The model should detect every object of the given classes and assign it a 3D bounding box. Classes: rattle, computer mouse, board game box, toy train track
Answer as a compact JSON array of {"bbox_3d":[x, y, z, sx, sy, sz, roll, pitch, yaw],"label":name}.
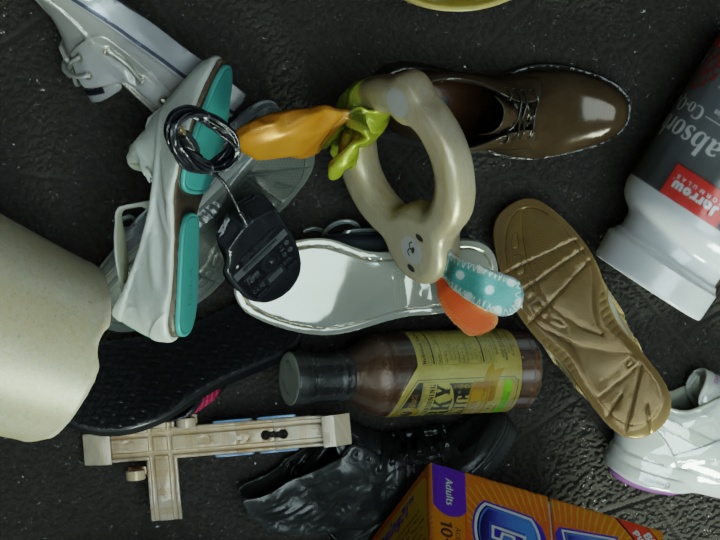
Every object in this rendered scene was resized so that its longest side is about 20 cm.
[{"bbox_3d":[0.017,-0.029,1.659,0.143,0.129,0.202,-28,105,-53],"label":"rattle"},{"bbox_3d":[-0.092,-0.047,1.641,0.059,0.034,0.201,-41,138,-14],"label":"computer mouse"},{"bbox_3d":[0.097,0.300,1.750,0.198,0.201,0.200,17,134,-18],"label":"board game box"},{"bbox_3d":[-0.106,0.125,1.755,0.198,0.033,0.116,-5,93,0],"label":"toy train track"}]

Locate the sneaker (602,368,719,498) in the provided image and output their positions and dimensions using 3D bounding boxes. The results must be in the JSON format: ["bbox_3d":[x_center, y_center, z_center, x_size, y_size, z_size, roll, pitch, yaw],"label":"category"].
[{"bbox_3d":[0.293,0.133,1.861,0.198,0.075,0.100,9,103,-16],"label":"sneaker"}]

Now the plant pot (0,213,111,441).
[{"bbox_3d":[-0.279,0.030,1.639,0.183,0.200,0.202,22,99,-29],"label":"plant pot"}]

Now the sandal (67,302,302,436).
[{"bbox_3d":[-0.133,0.077,1.738,0.199,0.075,0.045,-20,152,-23],"label":"sandal"}]

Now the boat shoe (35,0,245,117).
[{"bbox_3d":[-0.176,-0.152,1.672,0.199,0.071,0.070,35,91,-27],"label":"boat shoe"}]

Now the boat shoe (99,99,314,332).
[{"bbox_3d":[-0.121,-0.038,1.723,0.202,0.065,0.074,-46,134,6],"label":"boat shoe"}]

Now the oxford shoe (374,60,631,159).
[{"bbox_3d":[0.110,-0.111,1.746,0.198,0.084,0.073,-2,103,-16],"label":"oxford shoe"}]

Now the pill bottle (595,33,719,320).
[{"bbox_3d":[0.269,-0.071,1.779,0.115,0.116,0.201,30,95,-20],"label":"pill bottle"}]

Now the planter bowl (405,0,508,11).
[{"bbox_3d":[0.061,-0.289,1.685,0.199,0.083,0.202,-4,105,-14],"label":"planter bowl"}]

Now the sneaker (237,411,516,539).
[{"bbox_3d":[0.014,0.146,1.801,0.199,0.060,0.104,-37,114,3],"label":"sneaker"}]

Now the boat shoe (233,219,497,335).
[{"bbox_3d":[0.000,0.000,1.758,0.198,0.062,0.076,-10,105,-13],"label":"boat shoe"}]

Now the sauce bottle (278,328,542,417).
[{"bbox_3d":[0.037,0.077,1.772,0.198,0.065,0.065,-2,105,-23],"label":"sauce bottle"}]

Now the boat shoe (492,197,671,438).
[{"bbox_3d":[0.162,0.039,1.804,0.073,0.069,0.201,-30,87,-2],"label":"boat shoe"}]

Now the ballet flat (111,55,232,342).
[{"bbox_3d":[-0.137,-0.052,1.651,0.069,0.069,0.202,9,91,-16],"label":"ballet flat"}]
